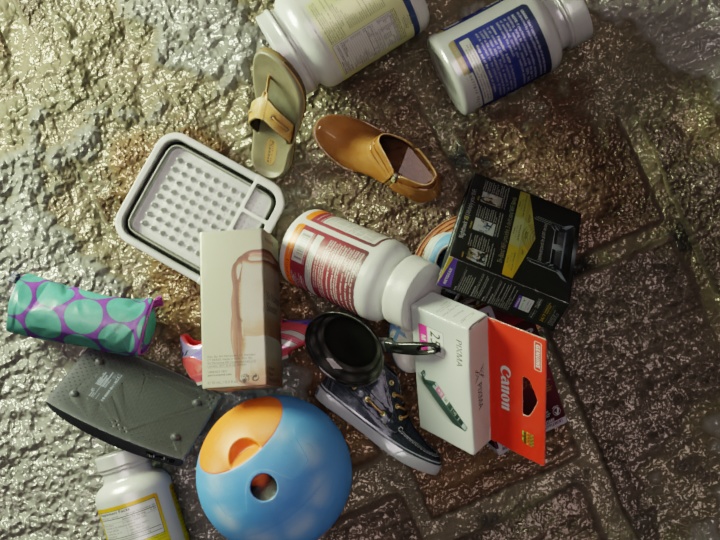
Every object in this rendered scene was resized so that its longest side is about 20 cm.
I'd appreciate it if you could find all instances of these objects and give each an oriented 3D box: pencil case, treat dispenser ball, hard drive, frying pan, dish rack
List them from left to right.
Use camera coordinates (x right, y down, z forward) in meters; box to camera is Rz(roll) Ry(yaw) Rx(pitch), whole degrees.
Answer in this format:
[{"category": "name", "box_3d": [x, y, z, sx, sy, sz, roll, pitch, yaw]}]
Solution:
[{"category": "pencil case", "box_3d": [-0.380, 0.059, 1.310, 0.200, 0.085, 0.093, 12, 52, 2]}, {"category": "hard drive", "box_3d": [-0.303, 0.182, 1.287, 0.200, 0.135, 0.042, 22, 131, 5]}, {"category": "dish rack", "box_3d": [-0.220, -0.079, 1.330, 0.200, 0.044, 0.172, 29, 90, 3]}, {"category": "treat dispenser ball", "box_3d": [-0.111, 0.262, 1.234, 0.201, 0.201, 0.201, 0, 88, 2]}, {"category": "frying pan", "box_3d": [0.006, 0.085, 1.224, 0.190, 0.031, 0.115, -31, 101, 38]}]

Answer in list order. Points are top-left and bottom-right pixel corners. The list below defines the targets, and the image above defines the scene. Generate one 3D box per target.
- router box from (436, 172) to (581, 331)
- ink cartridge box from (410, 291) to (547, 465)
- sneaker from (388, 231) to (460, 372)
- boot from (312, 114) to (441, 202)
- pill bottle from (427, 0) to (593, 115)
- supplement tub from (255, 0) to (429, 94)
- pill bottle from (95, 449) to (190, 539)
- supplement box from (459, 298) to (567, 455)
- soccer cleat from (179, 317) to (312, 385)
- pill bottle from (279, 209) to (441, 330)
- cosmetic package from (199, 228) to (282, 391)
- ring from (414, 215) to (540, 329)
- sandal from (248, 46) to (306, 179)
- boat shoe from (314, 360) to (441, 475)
[{"category": "router box", "box_3d": [0.194, -0.029, 1.226, 0.157, 0.200, 0.052, 22, 130, 1]}, {"category": "ink cartridge box", "box_3d": [0.146, 0.144, 1.183, 0.044, 0.173, 0.200, -31, 129, -35]}, {"category": "sneaker", "box_3d": [0.094, 0.042, 1.275, 0.072, 0.072, 0.200, 22, 88, -21]}, {"category": "boot", "box_3d": [0.022, -0.160, 1.267, 0.200, 0.155, 0.074, 29, 89, 3]}, {"category": "pill bottle", "box_3d": [0.202, -0.305, 1.284, 0.200, 0.120, 0.120, -27, 87, 1]}, {"category": "supplement tub", "box_3d": [-0.024, -0.338, 1.281, 0.200, 0.145, 0.145, -32, 87, 1]}, {"category": "pill bottle", "box_3d": [-0.292, 0.337, 1.286, 0.104, 0.104, 0.200, -18, 87, 1]}, {"category": "supplement box", "box_3d": [0.187, 0.127, 1.259, 0.109, 0.061, 0.200, -24, 105, -11]}, {"category": "soccer cleat", "box_3d": [-0.150, 0.095, 1.309, 0.200, 0.067, 0.077, -20, 92, 5]}, {"category": "pill bottle", "box_3d": [0.000, 0.000, 1.248, 0.200, 0.110, 0.110, 24, 89, 31]}, {"category": "cosmetic package", "box_3d": [-0.153, 0.054, 1.236, 0.087, 0.103, 0.200, -4, 82, 7]}, {"category": "ring", "box_3d": [0.166, 0.019, 1.323, 0.200, 0.019, 0.201, 0, 87, 2]}, {"category": "sandal", "box_3d": [-0.120, -0.198, 1.269, 0.080, 0.054, 0.200, 26, 134, 16]}, {"category": "boat shoe", "box_3d": [0.041, 0.188, 1.293, 0.200, 0.071, 0.091, 34, 93, 5]}]
